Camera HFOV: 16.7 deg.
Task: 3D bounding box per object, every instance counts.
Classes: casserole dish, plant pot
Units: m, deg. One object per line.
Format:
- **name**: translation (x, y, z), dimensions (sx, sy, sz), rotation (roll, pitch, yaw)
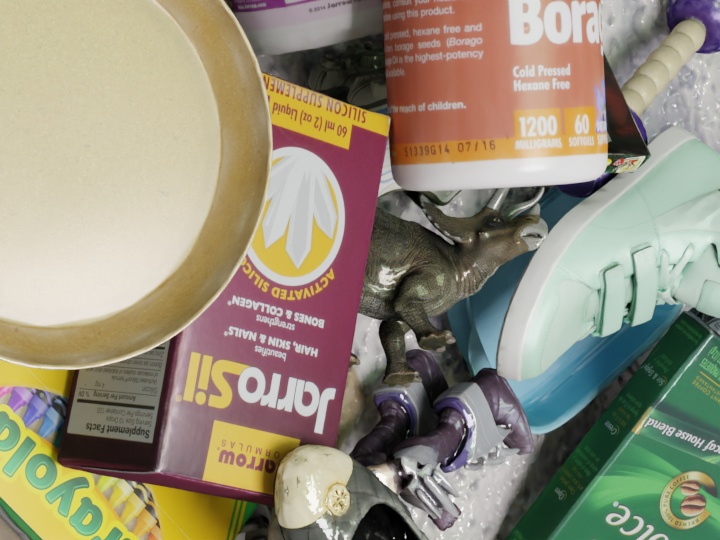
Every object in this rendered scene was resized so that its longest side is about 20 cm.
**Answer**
- **casserole dish**: translation (0.121, 0.012, 1.469), dimensions (0.200, 0.039, 0.122), rotation (-38, 113, -35)
- **plant pot**: translation (-0.135, -0.057, 1.097), dimensions (0.199, 0.027, 0.202), rotation (0, 90, -25)

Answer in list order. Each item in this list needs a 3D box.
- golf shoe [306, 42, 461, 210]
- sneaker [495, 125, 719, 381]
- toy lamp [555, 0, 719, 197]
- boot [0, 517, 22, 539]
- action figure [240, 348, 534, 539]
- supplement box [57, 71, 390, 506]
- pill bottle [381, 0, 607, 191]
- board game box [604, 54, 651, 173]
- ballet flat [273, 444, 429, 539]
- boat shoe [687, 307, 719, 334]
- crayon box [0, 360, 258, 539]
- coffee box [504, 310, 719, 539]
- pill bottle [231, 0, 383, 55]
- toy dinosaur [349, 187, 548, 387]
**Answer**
- **golf shoe**: translation (0.049, -0.084, 1.403), dimensions (0.199, 0.078, 0.098), rotation (-13, 117, -36)
- **sneaker**: translation (0.169, 0.009, 1.380), dimensions (0.200, 0.118, 0.074), rotation (-44, 154, -27)
- **toy lamp**: translation (0.170, -0.109, 1.477), dimensions (0.200, 0.058, 0.058), rotation (-49, 119, -42)
- **boot**: translation (-0.228, 0.189, 1.155), dimensions (0.200, 0.070, 0.147), rotation (-34, 118, -28)
- **action figure**: translation (0.010, 0.112, 1.322), dimensions (0.200, 0.129, 0.070), rotation (-35, 114, -47)
- **supplement box**: translation (-0.065, 0.009, 1.202), dimensions (0.110, 0.085, 0.202), rotation (16, 80, -40)
- **pill bottle**: translation (0.065, -0.143, 1.232), dimensions (0.112, 0.112, 0.202), rotation (-6, 95, -40)
- **board game box**: translation (0.083, -0.141, 1.373), dimensions (0.104, 0.023, 0.201), rotation (-1, 57, -31)
- **ballet flat**: translation (0.026, 0.159, 1.190), dimensions (0.067, 0.057, 0.200), rotation (-49, 116, -25)
- **boat shoe**: translation (0.192, 0.116, 1.507), dimensions (0.071, 0.068, 0.201), rotation (9, 105, -22)
- **crayon box**: translation (-0.129, 0.063, 1.242), dimensions (0.200, 0.058, 0.173), rotation (50, 60, -28)
- **coffee box**: translation (0.177, 0.138, 1.447), dimensions (0.123, 0.044, 0.200), rotation (37, 94, -26)
- **pill bottle**: translation (-0.031, -0.223, 1.297), dimensions (0.112, 0.112, 0.201), rotation (-21, 103, -38)
- **toy dinosaur**: translation (0.000, 0.000, 1.328), dimensions (0.198, 0.077, 0.103), rotation (4, 60, -7)
